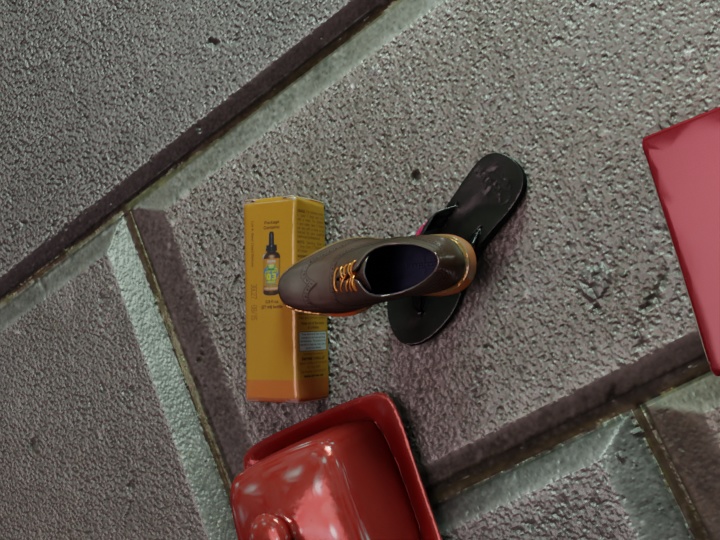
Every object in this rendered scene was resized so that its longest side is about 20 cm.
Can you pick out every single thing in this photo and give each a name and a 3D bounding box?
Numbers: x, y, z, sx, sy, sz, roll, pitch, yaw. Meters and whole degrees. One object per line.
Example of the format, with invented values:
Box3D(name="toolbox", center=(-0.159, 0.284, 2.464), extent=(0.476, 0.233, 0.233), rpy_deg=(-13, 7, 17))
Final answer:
Box3D(name="storage cube", center=(0.328, -0.037, 0.735), extent=(0.179, 0.170, 0.202), rpy_deg=(-21, 78, 30))
Box3D(name="sandal", center=(0.078, -0.021, 0.961), extent=(0.075, 0.045, 0.201), rpy_deg=(39, 108, 26))
Box3D(name="oxford shoe", center=(0.000, 0.000, 0.936), extent=(0.199, 0.073, 0.072), rpy_deg=(-13, 82, 28))
Box3D(name="supplement box", center=(-0.073, 0.029, 1.042), extent=(0.066, 0.069, 0.202), rpy_deg=(-2, 88, 30))
Box3D(name="butter dish", center=(-0.047, 0.237, 0.969), extent=(0.199, 0.147, 0.201), rpy_deg=(-27, 74, 28))
